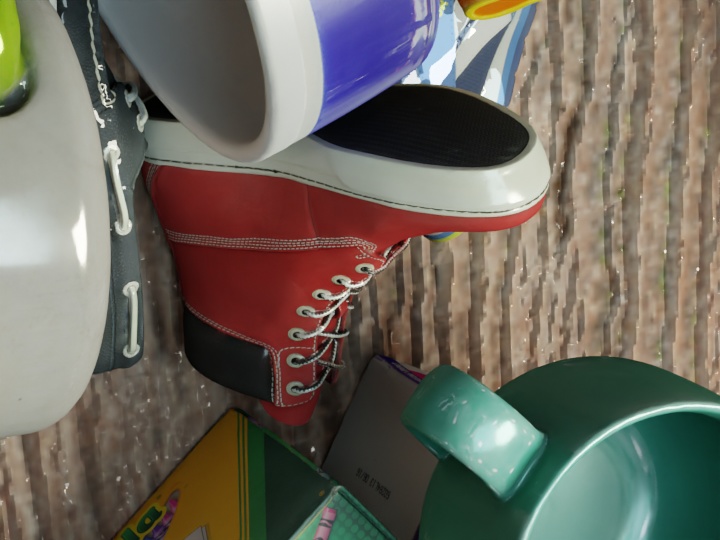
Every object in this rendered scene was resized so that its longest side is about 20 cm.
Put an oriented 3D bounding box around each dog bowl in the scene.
[{"bbox_3d":[-0.056,-0.147,1.145,0.079,0.200,0.201,-29,115,-18],"label":"dog bowl"}]

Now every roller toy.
[{"bbox_3d":[-0.185,-0.020,1.128,0.139,0.182,0.201,-7,90,-23],"label":"roller toy"}]

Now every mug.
[{"bbox_3d":[0.096,0.098,1.221,0.152,0.114,0.186,-22,111,-19],"label":"mug"}]

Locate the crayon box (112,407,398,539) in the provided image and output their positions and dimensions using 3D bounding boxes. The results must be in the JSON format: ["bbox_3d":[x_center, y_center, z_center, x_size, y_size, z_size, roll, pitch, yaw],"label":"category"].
[{"bbox_3d":[-0.081,0.164,1.267,0.200,0.119,0.058,-48,117,-6],"label":"crayon box"}]

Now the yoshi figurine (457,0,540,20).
[{"bbox_3d":[0.042,-0.210,1.194,0.111,0.112,0.201,-10,77,-5],"label":"yoshi figurine"}]

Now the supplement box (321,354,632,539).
[{"bbox_3d":[0.087,0.126,1.346,0.199,0.101,0.104,23,93,-29],"label":"supplement box"}]

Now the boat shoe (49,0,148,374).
[{"bbox_3d":[-0.117,-0.049,1.219,0.060,0.076,0.201,-6,119,-21],"label":"boat shoe"}]

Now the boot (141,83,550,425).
[{"bbox_3d":[0.000,0.000,1.224,0.072,0.199,0.145,-32,119,-45],"label":"boot"}]

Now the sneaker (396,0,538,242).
[{"bbox_3d":[0.025,-0.112,1.267,0.082,0.074,0.201,7,100,-25],"label":"sneaker"}]
